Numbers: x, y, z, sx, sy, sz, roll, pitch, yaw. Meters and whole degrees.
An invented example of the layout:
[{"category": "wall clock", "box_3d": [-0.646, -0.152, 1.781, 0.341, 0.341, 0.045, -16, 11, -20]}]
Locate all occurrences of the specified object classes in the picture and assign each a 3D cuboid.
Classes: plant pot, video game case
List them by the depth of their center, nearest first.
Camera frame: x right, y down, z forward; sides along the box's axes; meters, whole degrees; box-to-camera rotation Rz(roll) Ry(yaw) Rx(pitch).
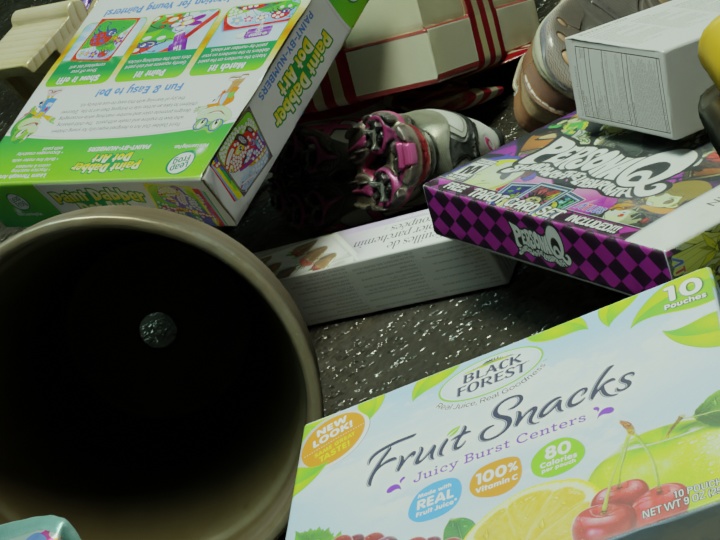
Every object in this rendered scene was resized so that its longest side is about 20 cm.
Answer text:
[{"category": "video game case", "box_3d": [0.159, -0.050, 0.780, 0.181, 0.036, 0.200, -26, 23, -23]}, {"category": "plant pot", "box_3d": [-0.119, 0.052, 0.823, 0.200, 0.200, 0.174, -31, 12, 5]}]

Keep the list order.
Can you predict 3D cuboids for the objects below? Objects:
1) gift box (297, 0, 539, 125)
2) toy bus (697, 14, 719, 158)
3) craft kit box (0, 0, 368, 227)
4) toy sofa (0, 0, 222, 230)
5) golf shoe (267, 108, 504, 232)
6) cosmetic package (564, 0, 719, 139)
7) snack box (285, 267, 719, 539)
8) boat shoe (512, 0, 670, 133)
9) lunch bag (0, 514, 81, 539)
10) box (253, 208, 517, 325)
[{"category": "gift box", "box_3d": [0.020, -0.196, 1.050, 0.184, 0.187, 0.200, -7, 10, 39]}, {"category": "toy bus", "box_3d": [0.218, 0.001, 0.520, 0.136, 0.200, 0.192, -27, 36, 14]}, {"category": "craft kit box", "box_3d": [-0.114, -0.112, 0.932, 0.200, 0.049, 0.198, 2, 49, 38]}, {"category": "toy sofa", "box_3d": [-0.167, -0.106, 1.090, 0.083, 0.200, 0.098, 3, 50, 50]}, {"category": "golf shoe", "box_3d": [0.010, -0.064, 0.994, 0.092, 0.073, 0.200, -9, 5, -33]}, {"category": "cosmetic package", "box_3d": [0.214, -0.124, 0.806, 0.200, 0.051, 0.083, -21, 23, -22]}, {"category": "snack box", "box_3d": [0.065, 0.090, 0.626, 0.200, 0.053, 0.142, -23, 28, 19]}, {"category": "boat shoe", "box_3d": [0.146, -0.146, 0.955, 0.200, 0.076, 0.072, -42, -9, -47]}, {"category": "lunch bag", "box_3d": [-0.195, 0.211, 0.697, 0.200, 0.122, 0.170, -15, 34, 46]}, {"category": "box", "box_3d": [0.000, 0.000, 0.913, 0.200, 0.041, 0.039, -14, 33, 34]}]
